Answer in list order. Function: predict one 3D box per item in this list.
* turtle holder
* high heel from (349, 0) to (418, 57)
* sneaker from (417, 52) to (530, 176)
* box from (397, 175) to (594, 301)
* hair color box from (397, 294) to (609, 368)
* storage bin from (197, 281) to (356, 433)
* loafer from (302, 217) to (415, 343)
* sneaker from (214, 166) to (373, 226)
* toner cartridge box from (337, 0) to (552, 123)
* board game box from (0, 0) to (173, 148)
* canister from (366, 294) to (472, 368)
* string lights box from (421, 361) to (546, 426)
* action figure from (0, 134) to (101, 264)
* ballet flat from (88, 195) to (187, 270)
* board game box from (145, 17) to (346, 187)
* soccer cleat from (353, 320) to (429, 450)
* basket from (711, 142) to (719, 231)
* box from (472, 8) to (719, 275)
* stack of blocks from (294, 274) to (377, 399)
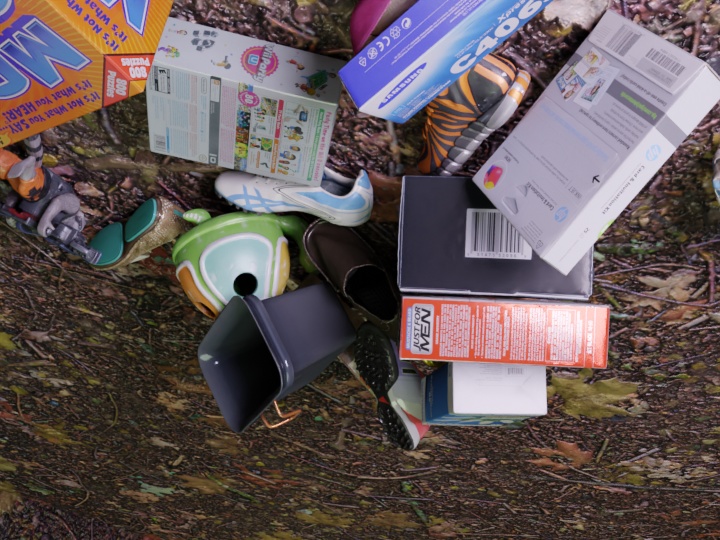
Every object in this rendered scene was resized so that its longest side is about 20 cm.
[{"bbox_3d":[-0.144,-0.006,1.132,0.183,0.134,0.141,-4,154,-39],"label":"turtle holder"},{"bbox_3d":[0.070,-0.248,0.744,0.197,0.097,0.067,-16,141,34],"label":"high heel"},{"bbox_3d":[0.082,-0.172,0.899,0.111,0.078,0.200,32,150,-7],"label":"sneaker"},{"bbox_3d":[0.150,-0.030,0.973,0.196,0.127,0.197,2,177,10],"label":"box"},{"bbox_3d":[0.136,0.059,0.880,0.196,0.065,0.111,4,180,2],"label":"hair color box"},{"bbox_3d":[-0.095,0.106,1.092,0.133,0.147,0.200,-20,164,-33],"label":"storage bin"},{"bbox_3d":[0.000,0.000,1.030,0.200,0.073,0.071,42,-179,26],"label":"loafer"},{"bbox_3d":[-0.080,-0.102,1.054,0.196,0.072,0.074,8,119,10],"label":"sneaker"},{"bbox_3d":[0.082,-0.208,0.756,0.199,0.044,0.095,-37,165,24],"label":"toner cartridge box"},{"bbox_3d":[-0.289,-0.257,0.722,0.197,0.203,0.200,-12,143,29],"label":"board game box"},{"bbox_3d":[0.106,0.069,1.154,0.146,0.088,0.199,6,-175,-23],"label":"canister"},{"bbox_3d":[0.134,0.141,1.004,0.101,0.060,0.200,2,166,-5],"label":"string lights box"},{"bbox_3d":[-0.387,-0.095,1.102,0.198,0.105,0.194,27,159,20],"label":"action figure"},{"bbox_3d":[-0.301,-0.041,1.200,0.065,0.072,0.198,17,154,-40],"label":"ballet flat"},{"bbox_3d":[-0.124,-0.175,0.943,0.196,0.065,0.148,13,149,-4],"label":"board game box"},{"bbox_3d":[0.047,0.135,1.121,0.067,0.073,0.203,12,132,42],"label":"soccer cleat"},{"bbox_3d":[0.457,-0.051,0.900,0.174,0.139,0.202,-15,111,34],"label":"basket"},{"bbox_3d":[0.201,-0.117,0.781,0.041,0.156,0.201,30,107,-31],"label":"box"},{"bbox_3d":[-0.015,0.096,1.223,0.115,0.059,0.200,51,173,-37],"label":"stack of blocks"}]
